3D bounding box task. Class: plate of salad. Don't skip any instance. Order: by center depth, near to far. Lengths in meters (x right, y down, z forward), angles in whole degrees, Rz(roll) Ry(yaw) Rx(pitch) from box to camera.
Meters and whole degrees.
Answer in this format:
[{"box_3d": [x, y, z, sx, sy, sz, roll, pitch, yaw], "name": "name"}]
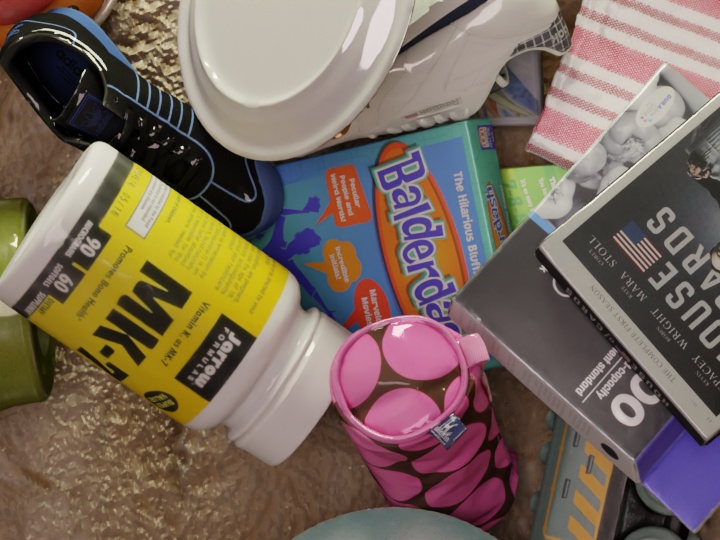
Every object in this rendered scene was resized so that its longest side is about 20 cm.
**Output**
[{"box_3d": [-0.034, -0.162, 1.507, 0.199, 0.048, 0.202, -12, 72, 42], "name": "plate of salad"}]

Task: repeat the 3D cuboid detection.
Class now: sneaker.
[{"box_3d": [0.033, -0.117, 1.544, 0.199, 0.077, 0.081, -32, 111, 23], "name": "sneaker"}, {"box_3d": [-0.139, -0.084, 1.550, 0.200, 0.078, 0.070, 37, 112, 3], "name": "sneaker"}]

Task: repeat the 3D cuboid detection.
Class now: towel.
[{"box_3d": [0.204, -0.137, 1.546, 0.145, 0.030, 0.201, 22, 88, 9], "name": "towel"}]

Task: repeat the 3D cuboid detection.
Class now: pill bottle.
[{"box_3d": [-0.108, 0.023, 1.510, 0.199, 0.114, 0.115, 34, 98, -10], "name": "pill bottle"}]

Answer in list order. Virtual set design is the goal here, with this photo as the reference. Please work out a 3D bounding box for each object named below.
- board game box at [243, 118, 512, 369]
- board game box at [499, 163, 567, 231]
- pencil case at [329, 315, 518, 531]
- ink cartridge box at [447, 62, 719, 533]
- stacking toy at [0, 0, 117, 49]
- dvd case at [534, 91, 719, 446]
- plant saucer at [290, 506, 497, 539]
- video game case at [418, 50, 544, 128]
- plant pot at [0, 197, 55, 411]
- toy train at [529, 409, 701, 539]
[{"box_3d": [0.000, 0.000, 1.578, 0.199, 0.045, 0.153, -13, 89, 24], "name": "board game box"}, {"box_3d": [0.127, -0.020, 1.578, 0.198, 0.030, 0.096, -5, 91, 15], "name": "board game box"}, {"box_3d": [0.046, 0.099, 1.517, 0.093, 0.200, 0.091, -29, 65, -3], "name": "pencil case"}, {"box_3d": [0.188, 0.015, 1.485, 0.200, 0.043, 0.198, 41, 81, 8], "name": "ink cartridge box"}, {"box_3d": [-0.236, -0.207, 1.562, 0.145, 0.200, 0.147, 0, 92, 12], "name": "stacking toy"}, {"box_3d": [0.223, -0.019, 1.459, 0.200, 0.025, 0.150, -40, 80, -10], "name": "dvd case"}, {"box_3d": [0.019, 0.241, 1.537, 0.199, 0.039, 0.203, -1, 113, -2], "name": "plant saucer"}, {"box_3d": [0.012, -0.177, 1.572, 0.198, 0.022, 0.184, -1, 110, 12], "name": "video game case"}, {"box_3d": [-0.296, 0.026, 1.598, 0.191, 0.200, 0.202, -6, 90, 1], "name": "plant pot"}, {"box_3d": [0.164, 0.119, 1.548, 0.113, 0.085, 0.202, 12, 91, 19], "name": "toy train"}]
